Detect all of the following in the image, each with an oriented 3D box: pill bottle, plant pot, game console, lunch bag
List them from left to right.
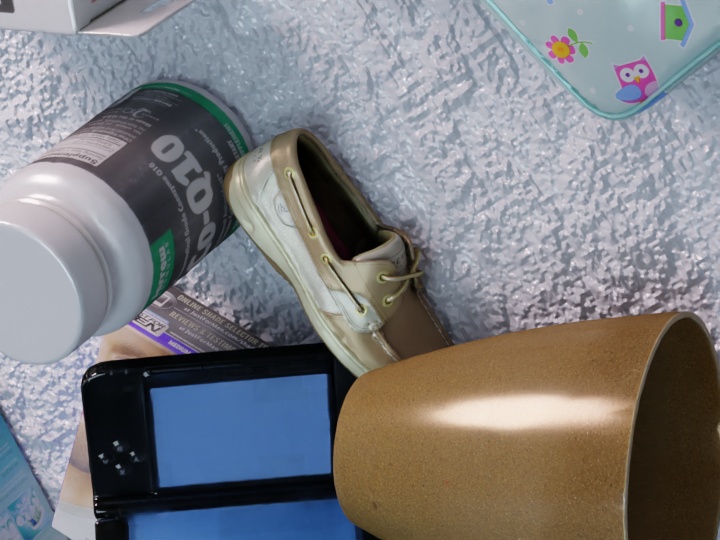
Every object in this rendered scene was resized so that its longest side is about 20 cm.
[{"bbox_3d":[-0.155,-0.030,1.550,0.113,0.200,0.114,15,123,23],"label":"pill bottle"},{"bbox_3d":[-0.070,0.150,1.598,0.199,0.117,0.177,-4,129,-4],"label":"game console"},{"bbox_3d":[0.092,0.110,1.479,0.199,0.186,0.187,4,118,25],"label":"plant pot"},{"bbox_3d":[0.124,-0.190,1.370,0.200,0.077,0.160,48,131,-1],"label":"lunch bag"}]

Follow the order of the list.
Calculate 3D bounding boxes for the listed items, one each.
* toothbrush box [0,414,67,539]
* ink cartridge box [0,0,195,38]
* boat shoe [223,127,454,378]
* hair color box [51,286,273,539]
[{"bbox_3d":[-0.304,0.188,1.840,0.146,0.085,0.201,-14,109,36],"label":"toothbrush box"},{"bbox_3d":[-0.192,-0.195,1.534,0.199,0.116,0.067,7,118,28],"label":"ink cartridge box"},{"bbox_3d":[0.000,0.000,1.555,0.200,0.074,0.066,48,127,-7],"label":"boat shoe"},{"bbox_3d":[-0.132,0.116,1.709,0.109,0.065,0.201,29,126,14],"label":"hair color box"}]
